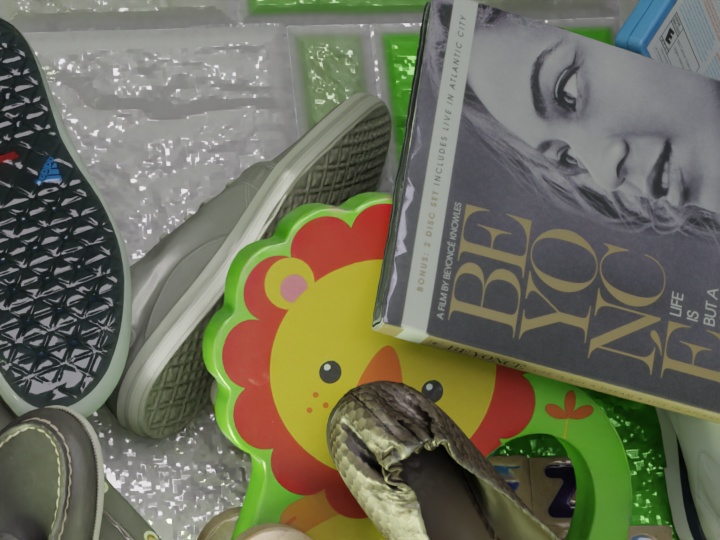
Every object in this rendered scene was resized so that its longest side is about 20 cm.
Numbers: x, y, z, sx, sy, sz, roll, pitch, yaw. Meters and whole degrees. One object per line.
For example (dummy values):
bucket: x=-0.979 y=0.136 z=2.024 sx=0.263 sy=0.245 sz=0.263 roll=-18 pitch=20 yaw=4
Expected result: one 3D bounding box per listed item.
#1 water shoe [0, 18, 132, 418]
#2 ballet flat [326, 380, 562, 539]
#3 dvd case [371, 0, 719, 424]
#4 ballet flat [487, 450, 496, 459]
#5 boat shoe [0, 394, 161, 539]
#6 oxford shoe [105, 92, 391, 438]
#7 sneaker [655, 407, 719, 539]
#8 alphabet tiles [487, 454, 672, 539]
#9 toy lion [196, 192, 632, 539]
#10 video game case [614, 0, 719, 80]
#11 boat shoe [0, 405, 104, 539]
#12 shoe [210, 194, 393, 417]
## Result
water shoe: x=-0.146 y=-0.017 z=1.011 sx=0.071 sy=0.079 sz=0.201 roll=-11 pitch=67 yaw=-13
ballet flat: x=0.061 y=0.123 z=0.924 sx=0.067 sy=0.046 sz=0.200 roll=-42 pitch=99 yaw=-14
dvd case: x=0.110 y=-0.021 z=0.964 sx=0.199 sy=0.016 sz=0.149 roll=15 pitch=70 yaw=-15
ballet flat: x=0.067 y=0.023 z=1.047 sx=0.200 sy=0.067 sz=0.067 roll=-44 pitch=51 yaw=-10
boat shoe: x=-0.141 y=0.098 z=0.980 sx=0.060 sy=0.072 sz=0.202 roll=-21 pitch=62 yaw=-45
oxford shoe: x=-0.056 y=-0.012 z=1.037 sx=0.058 sy=0.075 sz=0.200 roll=27 pitch=64 yaw=29
sneaker: x=0.164 y=0.045 z=1.009 sx=0.076 sy=0.080 sz=0.201 roll=-25 pitch=104 yaw=-14
alphabet tiles: x=0.065 y=0.180 z=1.021 sx=0.166 sy=0.006 sz=0.201 roll=0 pitch=70 yaw=-11
toy lion: x=0.025 y=0.070 z=0.967 sx=0.199 sy=0.069 sz=0.192 roll=18 pitch=89 yaw=-15
video game case: x=0.196 y=-0.133 z=1.097 sx=0.018 sy=0.143 sz=0.200 roll=16 pitch=61 yaw=38
boat shoe: x=-0.164 y=0.146 z=0.913 sx=0.067 sy=0.057 sz=0.200 roll=31 pitch=98 yaw=23
shoe: x=0.000 y=0.000 z=1.039 sx=0.200 sy=0.070 sz=0.053 roll=-38 pitch=93 yaw=-30
